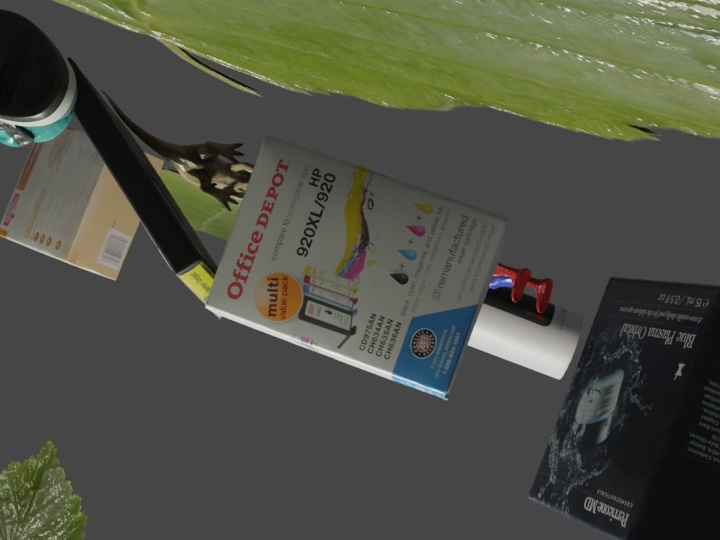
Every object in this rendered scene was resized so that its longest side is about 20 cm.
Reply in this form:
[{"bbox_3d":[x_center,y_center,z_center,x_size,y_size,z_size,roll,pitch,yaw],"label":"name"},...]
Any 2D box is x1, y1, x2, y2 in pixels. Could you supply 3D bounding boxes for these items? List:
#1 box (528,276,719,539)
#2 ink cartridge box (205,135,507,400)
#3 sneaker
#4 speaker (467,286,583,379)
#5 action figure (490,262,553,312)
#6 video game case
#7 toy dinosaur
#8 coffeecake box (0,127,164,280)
[{"bbox_3d":[0.244,0.118,1.149,0.117,0.200,0.197,22,176,-14],"label":"box"},{"bbox_3d":[0.000,0.000,1.197,0.200,0.148,0.145,20,177,6],"label":"ink cartridge box"},{"bbox_3d":[-0.247,-0.133,1.103,0.200,0.084,0.121,28,177,39],"label":"sneaker"},{"bbox_3d":[0.151,0.054,1.713,0.200,0.081,0.081,21,177,1],"label":"speaker"},{"bbox_3d":[0.089,0.024,1.509,0.065,0.099,0.200,25,177,-44],"label":"action figure"},{"bbox_3d":[-0.174,-0.062,1.236,0.200,0.025,0.181,56,178,13],"label":"video game case"},{"bbox_3d":[-0.145,-0.094,1.346,0.101,0.058,0.200,19,176,45],"label":"toy dinosaur"},{"bbox_3d":[-0.340,-0.087,1.802,0.073,0.154,0.200,24,176,-38],"label":"coffeecake box"}]
